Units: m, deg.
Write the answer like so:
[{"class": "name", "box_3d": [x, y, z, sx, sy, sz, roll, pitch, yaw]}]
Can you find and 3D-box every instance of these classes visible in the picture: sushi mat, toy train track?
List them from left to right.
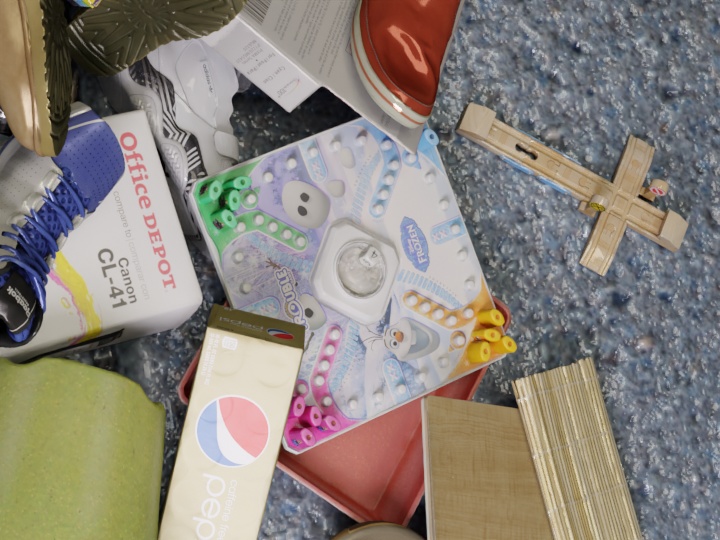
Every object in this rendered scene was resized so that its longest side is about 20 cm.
[{"class": "toy train track", "box_3d": [0.166, -0.073, 1.688, 0.199, 0.033, 0.115, 27, 71, -12]}, {"class": "sushi mat", "box_3d": [0.168, 0.167, 1.623, 0.095, 0.012, 0.201, -14, 89, -48]}]

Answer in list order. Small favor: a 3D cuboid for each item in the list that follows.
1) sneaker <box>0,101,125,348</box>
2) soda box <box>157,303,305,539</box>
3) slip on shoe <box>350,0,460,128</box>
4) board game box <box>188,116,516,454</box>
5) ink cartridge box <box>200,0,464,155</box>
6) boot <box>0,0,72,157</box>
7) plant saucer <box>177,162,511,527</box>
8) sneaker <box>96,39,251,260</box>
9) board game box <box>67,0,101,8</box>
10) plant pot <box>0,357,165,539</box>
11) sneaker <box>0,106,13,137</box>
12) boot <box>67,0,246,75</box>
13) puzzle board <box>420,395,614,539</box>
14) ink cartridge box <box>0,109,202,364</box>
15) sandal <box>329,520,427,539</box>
[{"class": "sneaker", "box_3d": [-0.217, -0.009, 1.392, 0.199, 0.115, 0.081, -40, 130, -16]}, {"class": "soda box", "box_3d": [-0.092, 0.131, 1.486, 0.067, 0.064, 0.201, 13, 102, -4]}, {"class": "slip on shoe", "box_3d": [0.039, -0.187, 1.570, 0.074, 0.061, 0.201, 32, 47, -26]}, {"class": "board game box", "box_3d": [0.000, 0.000, 1.560, 0.199, 0.026, 0.201, -23, 95, -29]}, {"class": "ink cartridge box", "box_3d": [-0.017, -0.189, 1.597, 0.176, 0.045, 0.201, 38, 43, -19]}, {"class": "boot", "box_3d": [-0.283, -0.152, 1.363, 0.198, 0.066, 0.177, -3, 102, 8]}, {"class": "plant saucer", "box_3d": [-0.013, 0.060, 1.583, 0.199, 0.037, 0.200, 35, 69, -18]}, {"class": "sneaker", "box_3d": [-0.102, -0.108, 1.575, 0.114, 0.075, 0.201, -29, 86, -20]}, {"class": "board game box", "box_3d": [-0.182, -0.296, 1.402, 0.165, 0.057, 0.201, 38, 81, -26]}, {"class": "plant pot", "box_3d": [-0.204, 0.163, 1.429, 0.199, 0.200, 0.185, 18, 66, -16]}, {"class": "sneaker", "box_3d": [-0.264, -0.096, 1.430, 0.113, 0.075, 0.201, 21, 66, -10]}, {"class": "boot", "box_3d": [-0.110, -0.236, 1.508, 0.066, 0.174, 0.201, 50, 43, -26]}, {"class": "puzzle board", "box_3d": [0.114, 0.175, 1.586, 0.199, 0.017, 0.152, 12, 70, -45]}, {"class": "ink cartridge box", "box_3d": [-0.226, -0.014, 1.507, 0.199, 0.086, 0.149, -16, 83, -20]}, {"class": "sandal", "box_3d": [0.055, 0.245, 1.556, 0.200, 0.054, 0.081, 40, 79, -18]}]
